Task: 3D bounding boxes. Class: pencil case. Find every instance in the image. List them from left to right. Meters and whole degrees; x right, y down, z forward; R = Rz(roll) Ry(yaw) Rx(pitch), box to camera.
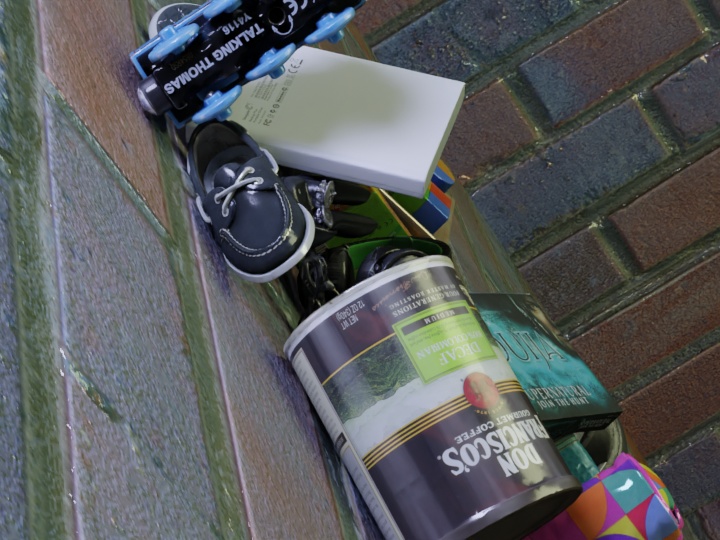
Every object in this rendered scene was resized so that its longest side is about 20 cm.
[{"bbox_3d":[0.156,0.228,1.603,0.088,0.200,0.088,49,6,-6],"label":"pencil case"}]

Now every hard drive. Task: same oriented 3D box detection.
[{"bbox_3d":[-0.027,-0.129,1.711,0.132,0.199,0.027,-67,166,-44],"label":"hard drive"}]

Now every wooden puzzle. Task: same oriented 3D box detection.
[{"bbox_3d":[0.024,-0.104,1.968,0.185,0.046,0.200,42,15,-11],"label":"wooden puzzle"}]

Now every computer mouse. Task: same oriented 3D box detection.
[{"bbox_3d":[0.191,0.224,1.836,0.046,0.200,0.141,23,-30,18],"label":"computer mouse"}]

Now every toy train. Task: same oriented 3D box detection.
[{"bbox_3d":[-0.089,-0.187,1.630,0.087,0.200,0.114,55,-2,-13],"label":"toy train"}]

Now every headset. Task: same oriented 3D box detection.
[{"bbox_3d":[0.000,0.000,1.735,0.200,0.123,0.094,-41,127,-59],"label":"headset"}]

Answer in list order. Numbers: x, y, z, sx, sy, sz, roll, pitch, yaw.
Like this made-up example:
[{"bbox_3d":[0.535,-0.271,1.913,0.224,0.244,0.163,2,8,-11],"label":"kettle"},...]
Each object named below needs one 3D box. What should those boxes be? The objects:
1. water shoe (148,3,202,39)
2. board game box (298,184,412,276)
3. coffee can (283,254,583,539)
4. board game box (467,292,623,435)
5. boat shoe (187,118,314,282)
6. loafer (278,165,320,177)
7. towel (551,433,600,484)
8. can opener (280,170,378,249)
[{"bbox_3d":[-0.097,-0.159,1.815,0.200,0.072,0.079,26,-26,-6],"label":"water shoe"},{"bbox_3d":[0.017,0.009,1.892,0.200,0.095,0.030,52,9,-39],"label":"board game box"},{"bbox_3d":[0.052,0.111,1.544,0.200,0.146,0.146,60,8,16],"label":"coffee can"},{"bbox_3d":[0.126,0.075,1.702,0.135,0.028,0.200,53,23,20],"label":"board game box"},{"bbox_3d":[-0.091,-0.055,1.579,0.060,0.076,0.200,55,-3,-29],"label":"boat shoe"},{"bbox_3d":[-0.073,-0.094,1.798,0.201,0.068,0.071,-39,116,-79],"label":"loafer"},{"bbox_3d":[0.105,0.152,1.715,0.200,0.146,0.022,55,-23,22],"label":"towel"},{"bbox_3d":[-0.032,-0.052,1.721,0.200,0.078,0.064,-15,98,-66],"label":"can opener"}]
